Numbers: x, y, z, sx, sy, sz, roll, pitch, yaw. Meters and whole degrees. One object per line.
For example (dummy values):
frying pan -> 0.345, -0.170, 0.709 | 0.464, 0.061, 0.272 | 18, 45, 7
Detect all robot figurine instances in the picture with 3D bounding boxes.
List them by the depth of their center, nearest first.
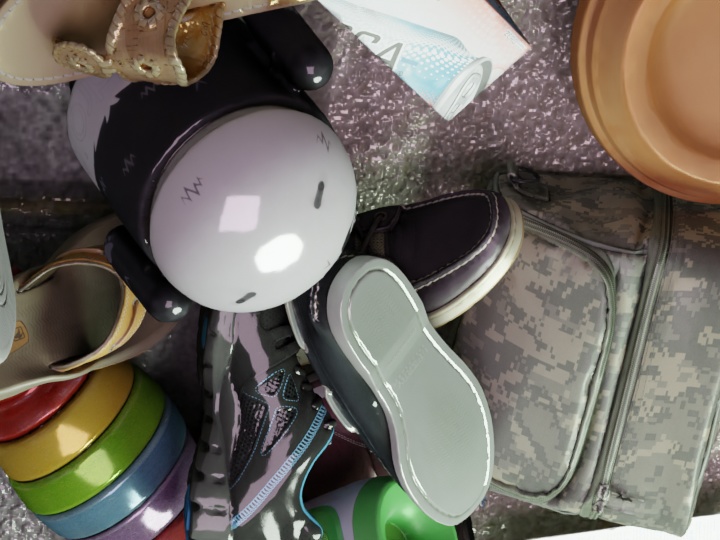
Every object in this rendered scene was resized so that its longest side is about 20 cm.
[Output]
robot figurine -> -0.082, -0.065, 1.523 | 0.124, 0.200, 0.151 | -22, 135, -18

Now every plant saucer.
plant saucer -> 0.218, -0.126, 1.588 | 0.198, 0.038, 0.202 | -5, 116, -10

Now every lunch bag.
lunch bag -> 0.135, 0.045, 1.668 | 0.166, 0.140, 0.201 | 14, 113, 3

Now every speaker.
speaker -> -0.038, 0.187, 1.682 | 0.199, 0.089, 0.088 | -25, 124, 37

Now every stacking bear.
stacking bear -> -0.172, 0.084, 1.644 | 0.121, 0.114, 0.200 | -36, 114, 9

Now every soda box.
soda box -> 0.006, -0.170, 1.539 | 0.068, 0.064, 0.200 | -41, 131, 11

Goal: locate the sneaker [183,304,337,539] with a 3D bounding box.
sneaker -> -0.054, 0.066, 1.601 | 0.081, 0.073, 0.202 | 4, 99, -6

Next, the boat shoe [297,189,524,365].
boat shoe -> 0.000, 0.000, 1.617 | 0.199, 0.072, 0.065 | -20, 141, 30

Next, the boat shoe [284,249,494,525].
boat shoe -> 0.017, 0.062, 1.588 | 0.076, 0.060, 0.201 | -43, 130, -27

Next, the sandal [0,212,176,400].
sandal -> -0.160, 0.018, 1.576 | 0.054, 0.199, 0.081 | -29, 87, 48

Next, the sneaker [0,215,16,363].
sneaker -> -0.252, -0.021, 1.529 | 0.111, 0.201, 0.073 | -13, 143, 2

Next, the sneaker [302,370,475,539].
sneaker -> -0.007, 0.136, 1.732 | 0.115, 0.076, 0.201 | -17, 121, 16

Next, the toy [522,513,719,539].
toy -> 0.169, 0.202, 1.802 | 0.198, 0.047, 0.116 | -9, 121, -13

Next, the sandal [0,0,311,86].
sandal -> -0.091, -0.130, 1.444 | 0.210, 0.070, 0.078 | -19, 133, -5
